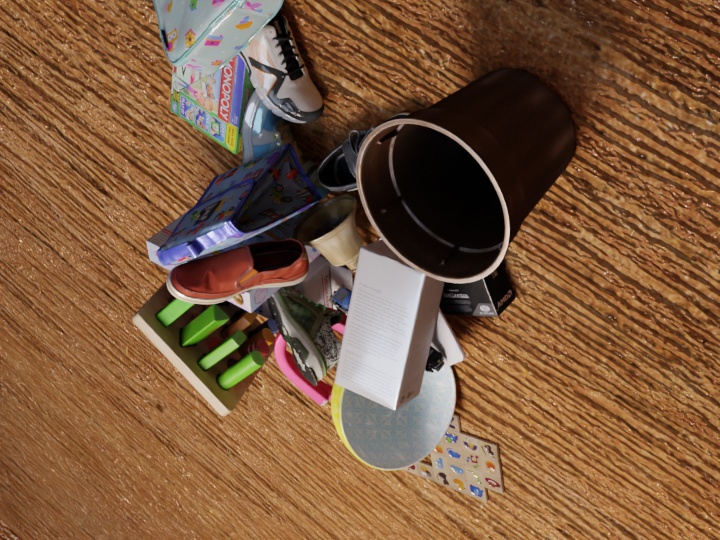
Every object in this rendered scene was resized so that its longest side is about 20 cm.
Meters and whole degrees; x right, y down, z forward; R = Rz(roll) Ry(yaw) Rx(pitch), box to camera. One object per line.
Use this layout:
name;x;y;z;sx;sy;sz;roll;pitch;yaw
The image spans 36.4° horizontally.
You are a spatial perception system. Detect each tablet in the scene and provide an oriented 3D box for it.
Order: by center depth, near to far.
tablet;0.078;0.042;1.513;0.200;0.014;0.130;60;166;4

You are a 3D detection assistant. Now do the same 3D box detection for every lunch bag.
lunch bag;-0.189;-0.358;1.397;0.200;0.077;0.161;-34;65;39
lunch bag;-0.171;-0.068;1.458;0.150;0.200;0.094;-18;110;37

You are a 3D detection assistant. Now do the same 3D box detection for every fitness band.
fitness band;-0.043;0.137;1.686;0.143;0.037;0.200;-33;119;26

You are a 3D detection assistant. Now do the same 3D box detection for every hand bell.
hand bell;0.000;0.000;1.565;0.104;0.104;0.200;-5;130;46

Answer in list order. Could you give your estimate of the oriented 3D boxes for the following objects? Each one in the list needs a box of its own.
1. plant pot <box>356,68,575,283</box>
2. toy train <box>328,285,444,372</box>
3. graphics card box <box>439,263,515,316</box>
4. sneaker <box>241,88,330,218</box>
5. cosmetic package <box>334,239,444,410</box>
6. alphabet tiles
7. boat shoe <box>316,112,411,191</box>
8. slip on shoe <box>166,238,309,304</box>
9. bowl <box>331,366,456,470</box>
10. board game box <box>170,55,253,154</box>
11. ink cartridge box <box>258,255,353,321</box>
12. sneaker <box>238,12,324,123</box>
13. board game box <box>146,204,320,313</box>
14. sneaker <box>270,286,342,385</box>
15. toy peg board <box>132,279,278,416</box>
plant pot;0.133;-0.121;1.242;0.200;0.198;0.201;25;135;28
toy train;0.033;0.079;1.525;0.200;0.034;0.046;32;167;26
graphics card box;0.115;-0.035;1.448;0.125;0.051;0.200;-1;120;45
sneaker;-0.097;-0.164;1.537;0.130;0.080;0.200;20;129;17
cosmetic package;0.040;0.070;1.447;0.101;0.071;0.201;22;114;26
alphabet tiles;0.136;0.282;1.727;0.200;0.008;0.168;15;130;35
boat shoe;0.012;-0.149;1.435;0.200;0.062;0.075;-21;83;51
slip on shoe;-0.162;-0.005;1.470;0.061;0.199;0.074;105;149;-51
bowl;0.031;0.183;1.617;0.108;0.200;0.201;16;134;59
board game box;-0.213;-0.281;1.582;0.134;0.029;0.200;35;140;19
ink cartridge box;-0.108;0.025;1.701;0.200;0.067;0.116;23;135;30
sneaker;-0.113;-0.284;1.448;0.200;0.074;0.080;52;140;-4
board game box;-0.171;-0.044;1.599;0.200;0.199;0.041;26;138;28
sneaker;-0.072;0.073;1.591;0.077;0.088;0.200;90;156;-54
toy peg board;-0.203;0.074;1.645;0.098;0.199;0.200;-35;102;31
